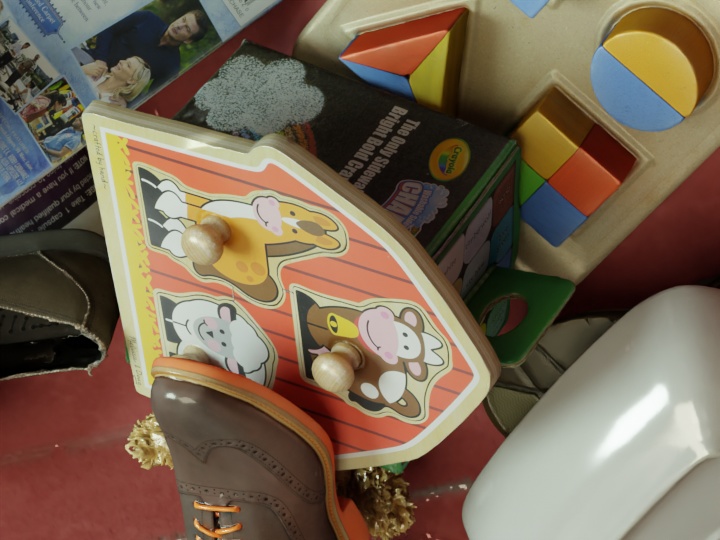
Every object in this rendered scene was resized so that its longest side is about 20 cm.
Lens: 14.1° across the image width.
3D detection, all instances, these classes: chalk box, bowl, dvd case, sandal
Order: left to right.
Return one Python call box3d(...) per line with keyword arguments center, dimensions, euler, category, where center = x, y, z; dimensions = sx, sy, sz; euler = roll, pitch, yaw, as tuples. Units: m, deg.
box3d(center=(-0.150, -0.135, 1.392), dimensions=(0.200, 0.018, 0.143), euler=(-37, 98, -4), category="dvd case")
box3d(center=(0.000, 0.000, 1.378), dimensions=(0.200, 0.125, 0.124), euler=(23, 139, 20), category="chalk box")
box3d(center=(0.156, 0.036, 1.410), dimensions=(0.200, 0.055, 0.082), euler=(-27, 94, 15), category="sandal")
box3d(center=(0.169, 0.115, 1.376), dimensions=(0.200, 0.075, 0.200), euler=(21, 128, -26), category="bowl")

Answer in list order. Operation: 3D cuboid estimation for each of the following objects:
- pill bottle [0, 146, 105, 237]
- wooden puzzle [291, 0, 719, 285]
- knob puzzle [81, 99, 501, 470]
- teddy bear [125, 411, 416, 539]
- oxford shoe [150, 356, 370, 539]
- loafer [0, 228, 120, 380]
box3d(center=(-0.192, -0.056, 1.462), dimensions=(0.112, 0.112, 0.200), euler=(-26, 104, 31), category="pill bottle")
box3d(center=(0.084, -0.102, 1.367), dimensions=(0.185, 0.046, 0.200), euler=(41, 123, -2), category="wooden puzzle")
box3d(center=(-0.032, 0.024, 1.306), dimensions=(0.219, 0.030, 0.220), euler=(21, 137, 20), category="knob puzzle")
box3d(center=(-0.042, 0.107, 1.480), dimensions=(0.145, 0.067, 0.200), euler=(-11, 83, 8), category="teddy bear")
box3d(center=(-0.051, 0.110, 1.343), dimensions=(0.071, 0.073, 0.200), euler=(8, 149, 30), category="oxford shoe")
box3d(center=(-0.208, 0.028, 1.382), dimensions=(0.200, 0.071, 0.073), euler=(-12, 131, -3), category="loafer")
